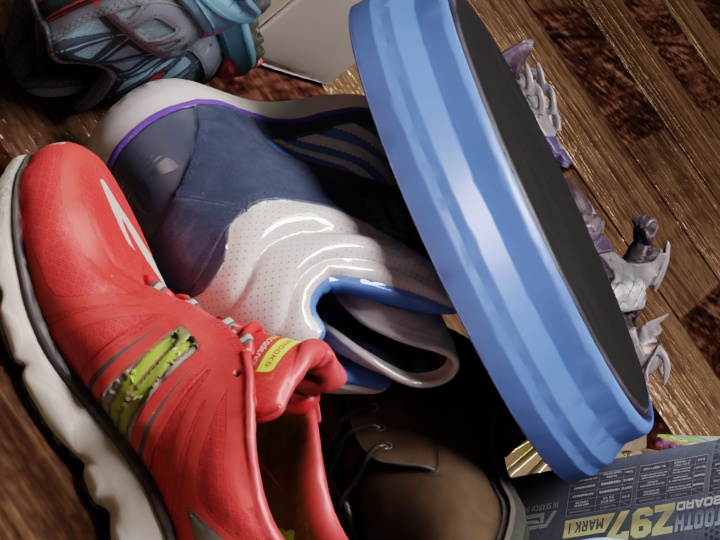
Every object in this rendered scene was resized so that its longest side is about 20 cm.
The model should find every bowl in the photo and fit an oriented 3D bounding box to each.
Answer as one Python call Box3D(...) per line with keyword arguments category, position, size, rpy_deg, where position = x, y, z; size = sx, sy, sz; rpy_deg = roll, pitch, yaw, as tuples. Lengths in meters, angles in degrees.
Box3D(category="bowl", position=(0.057, -0.019, 0.759), size=(0.201, 0.039, 0.201), rpy_deg=(61, 12, -21))

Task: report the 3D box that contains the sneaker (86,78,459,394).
Box3D(category="sneaker", position=(0.000, 0.000, 0.755), size=(0.200, 0.081, 0.147), rpy_deg=(7, 34, -52))

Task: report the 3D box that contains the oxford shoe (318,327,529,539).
Box3D(category="oxford shoe", position=(0.014, 0.084, 0.731), size=(0.084, 0.073, 0.200), rpy_deg=(29, 26, -13))

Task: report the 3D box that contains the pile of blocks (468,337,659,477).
Box3D(category="pile of blocks", position=(0.095, 0.091, 0.908), size=(0.200, 0.082, 0.062), rpy_deg=(57, -24, -18))

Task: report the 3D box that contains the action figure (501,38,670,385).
Box3D(category="action figure", position=(0.120, -0.024, 1.106), size=(0.201, 0.069, 0.130), rpy_deg=(62, 17, 13))

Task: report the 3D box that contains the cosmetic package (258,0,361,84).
Box3D(category="cosmetic package", position=(-0.058, -0.198, 0.984), size=(0.105, 0.071, 0.201), rpy_deg=(12, 46, -61))

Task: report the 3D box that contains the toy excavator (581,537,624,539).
Box3D(category="toy excavator", position=(0.112, 0.130, 0.624), size=(0.194, 0.200, 0.100), rpy_deg=(41, -3, -29))

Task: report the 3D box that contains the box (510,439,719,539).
Box3D(category="box", position=(0.166, 0.123, 0.790), size=(0.158, 0.199, 0.051), rpy_deg=(40, 49, -37))

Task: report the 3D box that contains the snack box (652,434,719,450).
Box3D(category="snack box", position=(0.248, 0.130, 1.054), size=(0.142, 0.053, 0.200), rpy_deg=(16, 3, 29))

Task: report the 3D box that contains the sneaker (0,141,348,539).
Box3D(category="sneaker", position=(-0.047, 0.037, 0.626), size=(0.077, 0.085, 0.201), rpy_deg=(10, 48, -62))

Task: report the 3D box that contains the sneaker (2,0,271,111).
Box3D(category="sneaker", position=(-0.093, -0.103, 0.755), size=(0.200, 0.095, 0.080), rpy_deg=(136, -71, -85))
